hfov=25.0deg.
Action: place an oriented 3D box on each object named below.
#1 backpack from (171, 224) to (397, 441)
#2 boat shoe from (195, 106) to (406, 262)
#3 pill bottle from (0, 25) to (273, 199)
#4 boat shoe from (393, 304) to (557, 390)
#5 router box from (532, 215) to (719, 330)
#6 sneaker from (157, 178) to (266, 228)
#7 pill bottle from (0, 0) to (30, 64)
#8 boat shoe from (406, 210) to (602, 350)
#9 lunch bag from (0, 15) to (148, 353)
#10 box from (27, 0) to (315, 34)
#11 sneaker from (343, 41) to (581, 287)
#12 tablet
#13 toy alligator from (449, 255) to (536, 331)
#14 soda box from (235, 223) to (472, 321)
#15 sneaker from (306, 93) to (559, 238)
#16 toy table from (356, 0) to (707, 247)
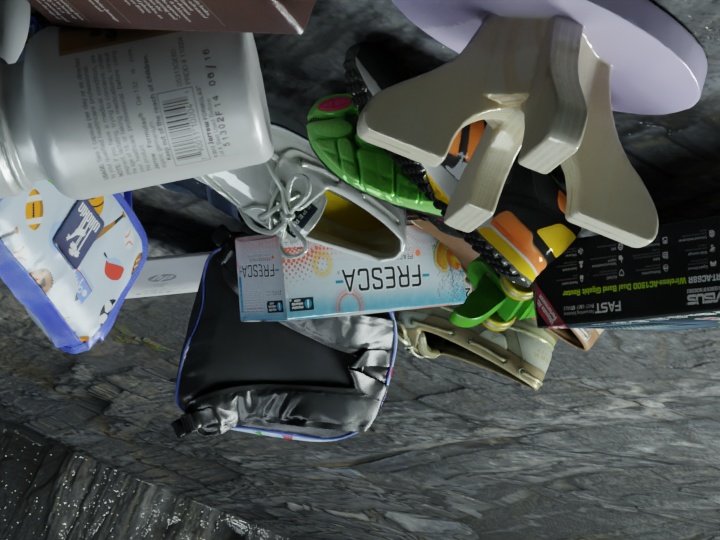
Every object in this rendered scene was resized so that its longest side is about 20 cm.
[{"bbox_3d":[-0.061,0.067,1.492,0.189,0.202,0.154,16,-165,3],"label":"backpack"},{"bbox_3d":[-0.048,-0.050,1.157,0.201,0.087,0.075,24,126,-33],"label":"boat shoe"},{"bbox_3d":[-0.163,-0.108,1.058,0.198,0.115,0.114,-12,160,0],"label":"pill bottle"},{"bbox_3d":[0.085,0.065,1.523,0.199,0.064,0.073,11,161,24],"label":"boat shoe"},{"bbox_3d":[0.235,0.005,1.111,0.149,0.063,0.199,1,175,-32],"label":"router box"},{"bbox_3d":[-0.116,-0.098,1.208,0.145,0.077,0.202,21,170,18],"label":"sneaker"},{"bbox_3d":[-0.335,-0.187,1.128,0.198,0.113,0.113,10,161,24],"label":"pill bottle"},{"bbox_3d":[0.122,0.003,1.269,0.199,0.074,0.076,27,172,-22],"label":"boat shoe"},{"bbox_3d":[-0.242,-0.059,1.208,0.123,0.201,0.170,-20,136,11],"label":"lunch bag"},{"bbox_3d":[-0.125,-0.196,0.953,0.199,0.075,0.100,9,160,33],"label":"box"},{"bbox_3d":[0.074,-0.088,1.087,0.200,0.090,0.070,49,174,-9],"label":"sneaker"},{"bbox_3d":[-0.196,0.007,1.587,0.198,0.014,0.130,-6,167,-13],"label":"tablet"},{"bbox_3d":[0.147,-0.001,1.219,0.199,0.055,0.059,-12,155,-25],"label":"toy alligator"},{"bbox_3d":[0.000,0.000,1.276,0.199,0.069,0.063,-4,179,-39],"label":"soda box"},{"bbox_3d":[0.047,-0.062,1.166,0.199,0.077,0.084,24,158,-13],"label":"sneaker"},{"bbox_3d":[0.095,-0.099,0.939,0.198,0.118,0.184,18,163,1],"label":"toy table"}]
